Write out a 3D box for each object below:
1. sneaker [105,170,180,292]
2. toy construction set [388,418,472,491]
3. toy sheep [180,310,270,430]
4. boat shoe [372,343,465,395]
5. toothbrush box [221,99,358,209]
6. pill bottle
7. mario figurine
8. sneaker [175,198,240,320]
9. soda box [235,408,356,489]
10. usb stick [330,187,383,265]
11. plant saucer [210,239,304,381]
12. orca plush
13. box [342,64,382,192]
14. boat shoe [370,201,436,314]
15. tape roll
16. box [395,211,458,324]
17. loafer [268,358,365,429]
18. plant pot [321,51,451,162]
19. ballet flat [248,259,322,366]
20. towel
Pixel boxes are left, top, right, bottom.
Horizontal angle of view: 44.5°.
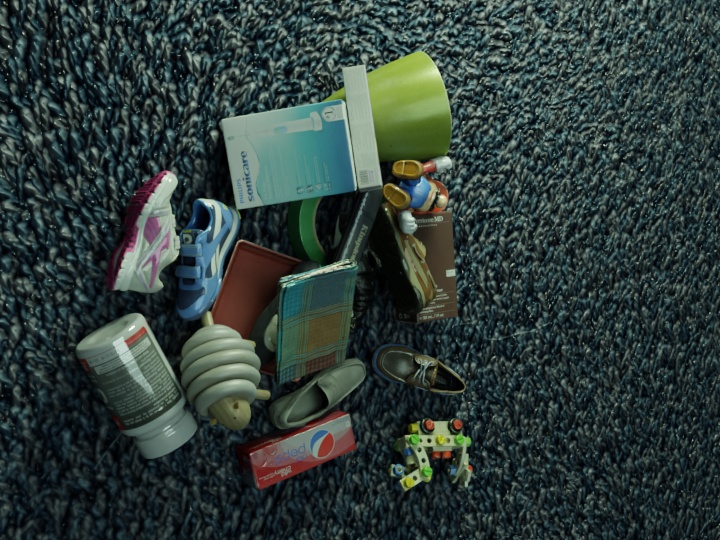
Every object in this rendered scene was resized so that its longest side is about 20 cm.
[{"bbox_3d":[-0.321,-0.055,1.366,0.088,0.081,0.202,21,89,-31],"label":"sneaker"},{"bbox_3d":[0.143,0.349,1.654,0.199,0.092,0.132,13,61,-39],"label":"toy construction set"},{"bbox_3d":[-0.215,0.154,1.361,0.137,0.138,0.201,-7,57,-31],"label":"toy sheep"},{"bbox_3d":[0.115,0.185,1.640,0.199,0.072,0.073,19,82,-31],"label":"boat shoe"},{"bbox_3d":[-0.111,-0.187,1.424,0.198,0.085,0.148,-9,98,5],"label":"toothbrush box"},{"bbox_3d":[-0.337,0.178,1.340,0.113,0.114,0.201,-33,108,-26],"label":"pill bottle"},{"bbox_3d":[0.110,-0.132,1.499,0.123,0.200,0.107,-32,80,15],"label":"mario figurine"},{"bbox_3d":[-0.258,-0.021,1.394,0.082,0.073,0.202,34,65,-53],"label":"sneaker"},{"bbox_3d":[-0.109,0.304,1.515,0.199,0.063,0.071,-18,101,-30],"label":"soda box"},{"bbox_3d":[-0.010,-0.052,1.453,0.055,0.032,0.202,32,76,-56],"label":"usb stick"},{"bbox_3d":[-0.158,0.067,1.474,0.199,0.037,0.201,19,93,-31],"label":"plant saucer"},{"bbox_3d":[0.000,0.000,1.491,0.105,0.071,0.202,16,74,-42],"label":"orca plush"},{"bbox_3d":[0.003,-0.229,1.427,0.041,0.039,0.202,-9,85,3],"label":"box"},{"bbox_3d":[0.076,-0.025,1.550,0.074,0.075,0.202,-24,96,-39],"label":"boat shoe"},{"bbox_3d":[-0.031,-0.084,1.554,0.199,0.048,0.203,-2,94,-32],"label":"tape roll"},{"bbox_3d":[0.119,-0.007,1.636,0.099,0.075,0.202,-8,94,-31],"label":"box"},{"bbox_3d":[-0.066,0.217,1.533,0.199,0.070,0.070,-31,107,-26],"label":"loafer"},{"bbox_3d":[0.030,-0.263,1.525,0.198,0.187,0.189,-17,101,-14],"label":"plant pot"},{"bbox_3d":[-0.119,0.073,1.436,0.073,0.073,0.201,34,86,-28],"label":"ballet flat"},{"bbox_3d":[-0.072,0.084,1.413,0.146,0.022,0.202,-17,128,-32],"label":"towel"}]
